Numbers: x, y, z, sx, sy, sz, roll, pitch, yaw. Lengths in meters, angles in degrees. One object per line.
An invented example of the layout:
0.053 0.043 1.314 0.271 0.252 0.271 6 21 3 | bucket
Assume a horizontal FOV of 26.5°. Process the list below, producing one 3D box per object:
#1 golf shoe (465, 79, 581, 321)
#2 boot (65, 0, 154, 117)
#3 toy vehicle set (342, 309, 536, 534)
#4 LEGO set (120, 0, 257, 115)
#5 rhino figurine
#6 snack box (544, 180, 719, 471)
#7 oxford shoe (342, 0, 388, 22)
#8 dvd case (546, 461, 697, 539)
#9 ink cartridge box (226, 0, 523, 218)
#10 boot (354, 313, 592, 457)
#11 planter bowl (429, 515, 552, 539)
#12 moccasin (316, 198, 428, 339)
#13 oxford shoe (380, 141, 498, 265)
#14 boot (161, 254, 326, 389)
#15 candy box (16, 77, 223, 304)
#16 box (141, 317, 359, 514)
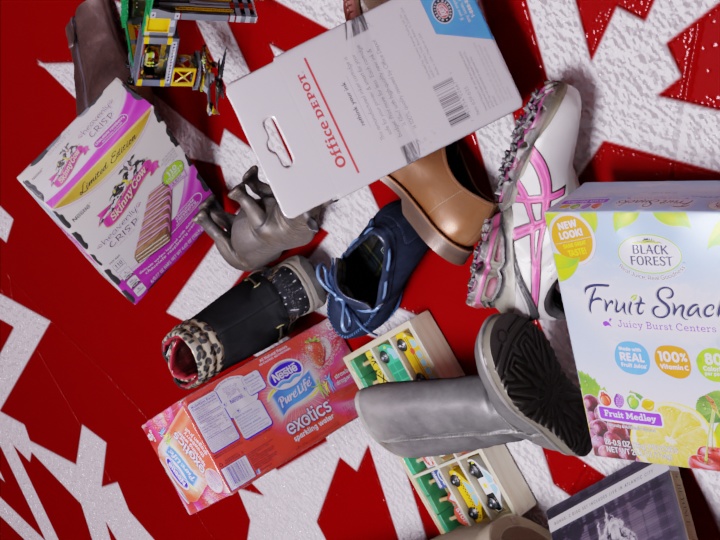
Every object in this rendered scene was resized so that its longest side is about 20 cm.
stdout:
0.144 -0.051 1.168 0.091 0.073 0.202 14 124 2 | golf shoe
-0.275 -0.178 1.616 0.200 0.072 0.168 -36 71 56 | boot
0.070 0.146 1.409 0.201 0.026 0.124 60 144 3 | toy vehicle set
-0.144 -0.254 1.379 0.155 0.114 0.201 -110 27 -44 | LEGO set
-0.085 -0.054 1.443 0.088 0.060 0.199 47 146 -12 | rhino figurine
0.232 0.040 1.087 0.167 0.067 0.202 1 113 41 | snack box
0.026 -0.195 1.225 0.071 0.073 0.203 -84 -17 -86 | oxford shoe
0.219 0.261 1.213 0.149 0.016 0.202 -40 52 45 | dvd case
0.008 -0.131 1.158 0.117 0.198 0.067 64 177 -3 | ink cartridge box
0.078 0.101 1.271 0.198 0.073 0.182 3 141 42 | boot
0.121 0.301 1.328 0.201 0.199 0.135 48 118 18 | planter bowl
0.000 0.000 1.365 0.081 0.068 0.201 48 144 18 | moccasin
0.043 -0.099 1.268 0.200 0.071 0.071 48 113 21 | oxford shoe
-0.131 0.058 1.485 0.074 0.153 0.203 58 154 0 | boot
-0.226 -0.072 1.476 0.061 0.137 0.200 37 169 30 | candy box
-0.094 0.137 1.460 0.095 0.199 0.100 -32 87 52 | box
